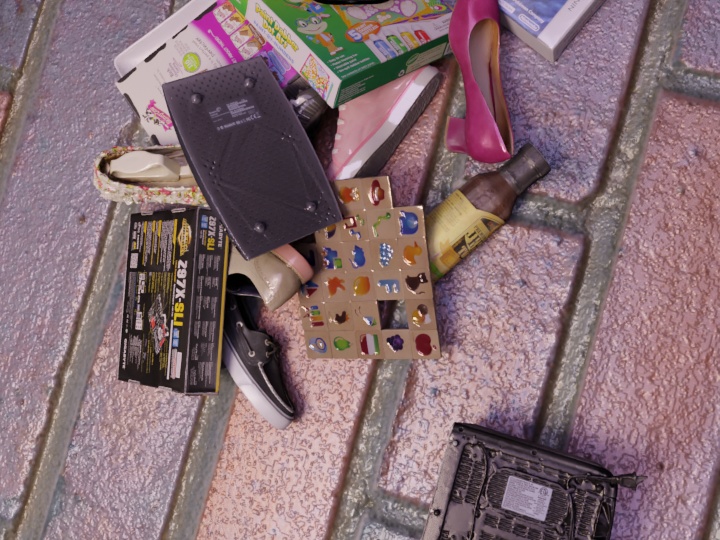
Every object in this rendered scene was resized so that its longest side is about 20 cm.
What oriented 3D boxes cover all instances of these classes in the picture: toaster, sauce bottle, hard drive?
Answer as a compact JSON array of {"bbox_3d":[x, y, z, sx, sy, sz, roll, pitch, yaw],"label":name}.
[{"bbox_3d":[0.164,0.261,0.896,0.198,0.119,0.183,14,87,15],"label":"toaster"},{"bbox_3d":[0.120,-0.061,0.974,0.200,0.065,0.065,-41,76,7],"label":"sauce bottle"},{"bbox_3d":[-0.116,-0.116,0.933,0.134,0.042,0.201,-25,85,-30],"label":"hard drive"}]

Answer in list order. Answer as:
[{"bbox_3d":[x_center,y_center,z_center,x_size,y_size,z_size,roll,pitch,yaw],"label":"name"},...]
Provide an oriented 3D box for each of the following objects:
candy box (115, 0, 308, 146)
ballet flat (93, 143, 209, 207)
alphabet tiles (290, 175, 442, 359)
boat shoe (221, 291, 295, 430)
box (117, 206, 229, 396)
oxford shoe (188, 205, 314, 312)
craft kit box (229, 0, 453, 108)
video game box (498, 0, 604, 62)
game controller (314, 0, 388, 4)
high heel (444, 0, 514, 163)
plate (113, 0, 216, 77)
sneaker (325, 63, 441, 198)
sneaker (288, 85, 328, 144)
[{"bbox_3d":[-0.164,-0.218,1.029,0.199,0.061,0.137,-36,79,6],"label":"candy box"},{"bbox_3d":[-0.196,-0.107,0.961,0.198,0.064,0.076,-7,74,1],"label":"ballet flat"},{"bbox_3d":[0.000,0.000,0.972,0.166,0.008,0.202,-2,102,27],"label":"alphabet tiles"},{"bbox_3d":[-0.126,0.086,1.013,0.056,0.069,0.201,-36,75,6],"label":"boat shoe"},{"bbox_3d":[-0.213,0.033,1.004,0.159,0.049,0.202,0,85,47],"label":"box"},{"bbox_3d":[-0.144,-0.019,1.000,0.199,0.071,0.074,27,70,39],"label":"oxford shoe"},{"bbox_3d":[-0.016,-0.289,0.982,0.199,0.049,0.198,-32,66,-32],"label":"craft kit box"},{"bbox_3d":[0.201,-0.368,1.005,0.200,0.047,0.183,41,91,14],"label":"video game box"},{"bbox_3d":[-0.025,-0.368,0.993,0.103,0.042,0.202,-9,56,-5],"label":"game controller"},{"bbox_3d":[0.140,-0.218,0.954,0.096,0.067,0.202,18,100,51],"label":"high heel"},{"bbox_3d":[-0.174,-0.232,1.082,0.199,0.032,0.201,-35,77,7],"label":"plate"},{"bbox_3d":[-0.005,-0.172,1.012,0.104,0.075,0.201,36,84,10],"label":"sneaker"},{"bbox_3d":[-0.084,-0.120,1.022,0.090,0.066,0.200,44,111,5],"label":"sneaker"}]
